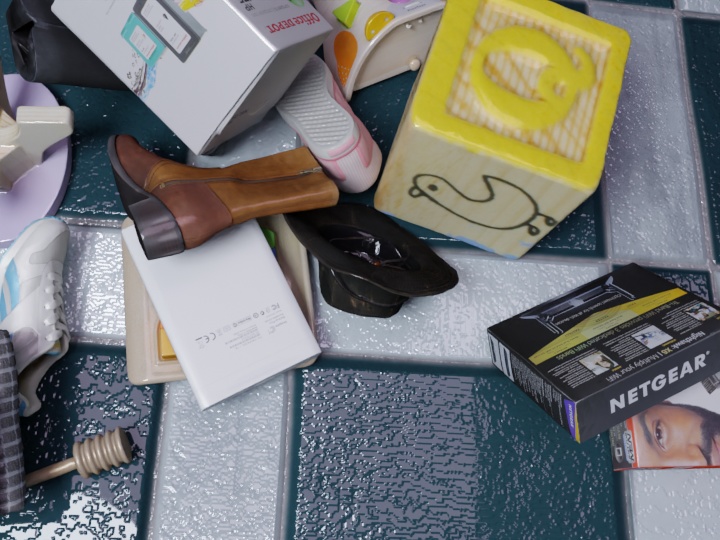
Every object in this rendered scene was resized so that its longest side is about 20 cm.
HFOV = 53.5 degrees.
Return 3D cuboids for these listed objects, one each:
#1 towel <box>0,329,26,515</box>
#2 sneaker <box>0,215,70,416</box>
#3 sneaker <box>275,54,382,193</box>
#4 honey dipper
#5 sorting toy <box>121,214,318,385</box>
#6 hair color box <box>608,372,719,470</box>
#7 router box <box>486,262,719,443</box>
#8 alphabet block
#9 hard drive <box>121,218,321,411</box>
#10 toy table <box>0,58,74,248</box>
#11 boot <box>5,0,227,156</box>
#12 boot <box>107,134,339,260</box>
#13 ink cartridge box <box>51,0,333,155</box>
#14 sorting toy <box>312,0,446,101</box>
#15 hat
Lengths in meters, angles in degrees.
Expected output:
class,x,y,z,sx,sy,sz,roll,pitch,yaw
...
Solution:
class,x,y,z,sx,sy,sz,roll,pitch,yaw
towel,-0.396,0.136,0.631,0.198,0.086,0.167,-3,94,14
sneaker,-0.327,0.045,0.714,0.080,0.077,0.201,17,80,1
sneaker,-0.037,-0.163,0.825,0.075,0.105,0.201,-33,47,5
honey dipper,-0.322,0.201,0.682,0.199,0.038,0.038,-18,75,-10
sorting toy,-0.152,0.019,0.762,0.198,0.037,0.187,-6,73,-9
hair color box,0.371,0.156,0.770,0.198,0.064,0.112,0,72,-6
router box,0.256,0.075,0.737,0.199,0.157,0.053,-22,118,-13
alphabet block,0.142,-0.155,0.767,0.194,0.200,0.198,18,70,-2
hard drive,-0.143,0.024,0.733,0.131,0.027,0.201,-24,78,-18
toy table,-0.382,-0.137,0.743,0.182,0.117,0.201,-12,75,-11
boot,-0.249,-0.198,0.746,0.066,0.199,0.165,-43,66,27
boot,-0.144,-0.104,0.729,0.199,0.069,0.188,-20,40,-19
ink cartridge box,-0.161,-0.250,0.715,0.200,0.146,0.147,45,32,-5
sorting toy,0.027,-0.329,0.882,0.199,0.107,0.180,-25,57,-14
hat,0.000,0.000,0.757,0.199,0.201,0.081,20,114,0
